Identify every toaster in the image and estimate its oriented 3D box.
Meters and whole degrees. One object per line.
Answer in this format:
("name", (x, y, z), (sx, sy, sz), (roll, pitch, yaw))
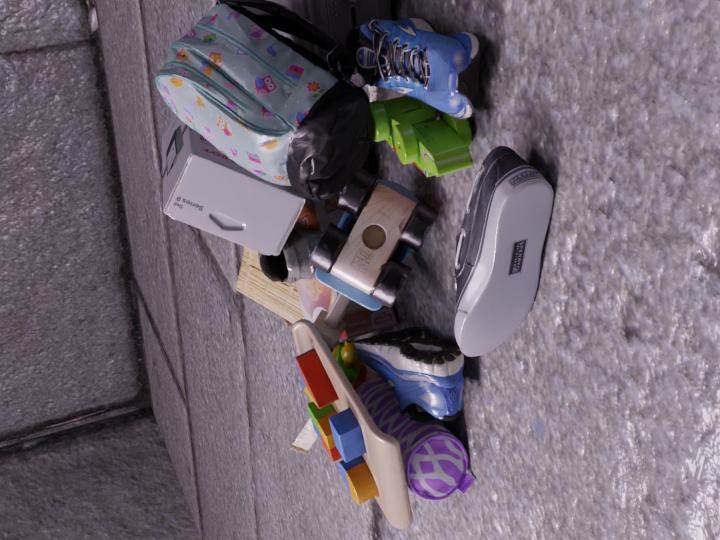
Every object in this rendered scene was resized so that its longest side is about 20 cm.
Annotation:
("toaster", (-0.039, -0.268, 1.201), (0.200, 0.113, 0.130), (-142, 39, -59))

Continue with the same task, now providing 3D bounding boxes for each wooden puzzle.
("wooden puzzle", (-0.019, 0.176, 1.262), (0.200, 0.046, 0.186), (50, 160, 38))

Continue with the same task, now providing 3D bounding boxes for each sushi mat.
("sushi mat", (-0.097, 0.023, 1.576), (0.199, 0.012, 0.097), (28, 113, 33))

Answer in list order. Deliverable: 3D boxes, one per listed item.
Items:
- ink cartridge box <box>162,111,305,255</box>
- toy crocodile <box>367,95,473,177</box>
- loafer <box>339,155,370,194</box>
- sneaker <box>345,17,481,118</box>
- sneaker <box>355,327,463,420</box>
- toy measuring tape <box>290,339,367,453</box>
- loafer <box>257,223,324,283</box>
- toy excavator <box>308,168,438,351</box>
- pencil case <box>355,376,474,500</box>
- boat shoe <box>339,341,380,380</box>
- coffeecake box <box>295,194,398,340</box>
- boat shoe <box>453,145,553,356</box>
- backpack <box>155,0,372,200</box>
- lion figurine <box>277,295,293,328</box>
("ink cartridge box", (-0.151, -0.119, 1.334), (0.084, 0.145, 0.201), (-60, 24, 23))
("toy crocodile", (0.055, -0.128, 1.092), (0.200, 0.067, 0.062), (-131, 26, -59))
("loafer", (-0.035, -0.181, 1.323), (0.063, 0.071, 0.202), (114, 142, -57))
("sneaker", (0.043, -0.185, 1.036), (0.200, 0.088, 0.079), (-142, 52, -60))
("sneaker", (0.051, 0.117, 1.236), (0.200, 0.078, 0.090), (-160, 60, -68))
("toy measuring tape", (-0.041, 0.149, 1.423), (0.074, 0.073, 0.201), (64, 143, 32))
("loafer", (-0.092, -0.020, 1.367), (0.200, 0.069, 0.071), (0, 104, 68))
("toy excavator", (0.000, 0.000, 1.239), (0.196, 0.099, 0.200), (-62, -2, -1))
("pencil case", (0.051, 0.191, 1.312), (0.085, 0.084, 0.200), (42, 179, -25))
("boat shoe", (-0.024, 0.142, 1.519), (0.200, 0.073, 0.061), (24, 121, 58))
("coffeecake box", (-0.034, -0.014, 1.423), (0.153, 0.072, 0.202), (157, 99, -69))
("boat shoe", (0.112, -0.015, 0.992), (0.068, 0.071, 0.201), (-124, 30, -42))
("backpack", (-0.092, -0.164, 1.078), (0.199, 0.127, 0.167), (36, 158, 13))
("lion figurine", (-0.092, -0.012, 1.612), (0.122, 0.072, 0.202), (38, 134, 49))
